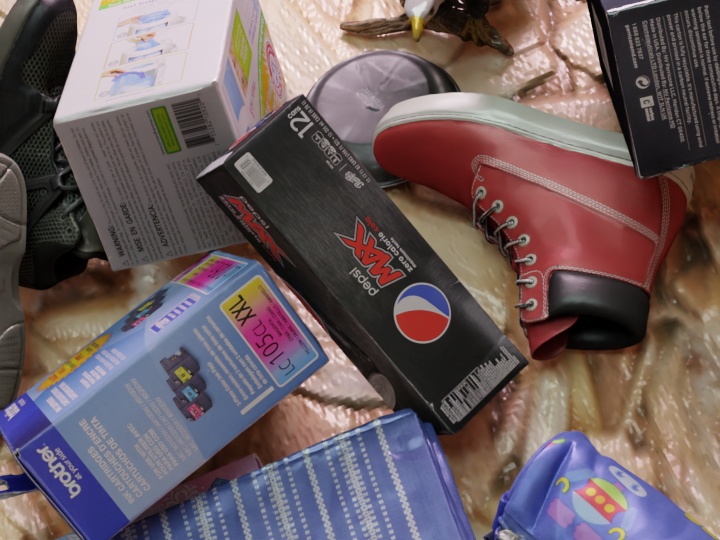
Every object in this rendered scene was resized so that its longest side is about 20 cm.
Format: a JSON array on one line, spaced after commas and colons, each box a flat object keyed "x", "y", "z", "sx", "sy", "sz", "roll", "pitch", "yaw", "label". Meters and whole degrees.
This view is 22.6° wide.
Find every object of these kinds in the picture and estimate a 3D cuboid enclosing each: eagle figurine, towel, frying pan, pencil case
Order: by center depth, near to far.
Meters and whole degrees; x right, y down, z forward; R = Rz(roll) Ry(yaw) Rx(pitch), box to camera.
[{"x": 0.151, "y": 0.164, "z": 0.918, "sx": 0.087, "sy": 0.078, "sz": 0.200, "roll": -22, "pitch": 46, "yaw": -37, "label": "pencil case"}, {"x": -0.035, "y": 0.168, "z": 0.960, "sx": 0.200, "sy": 0.024, "sz": 0.145, "roll": -22, "pitch": 54, "yaw": 2, "label": "towel"}, {"x": 0.045, "y": -0.215, "z": 1.139, "sx": 0.152, "sy": 0.200, "sz": 0.151, "roll": -24, "pitch": 52, "yaw": 0, "label": "eagle figurine"}, {"x": -0.025, "y": -0.093, "z": 1.185, "sx": 0.190, "sy": 0.031, "sz": 0.115, "roll": -15, "pitch": 53, "yaw": 2, "label": "frying pan"}]

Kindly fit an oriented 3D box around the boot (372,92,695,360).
[{"x": 0.085, "y": -0.023, "z": 1.074, "sx": 0.200, "sy": 0.072, "sz": 0.144, "roll": 14, "pitch": 63, "yaw": 18, "label": "boot"}]

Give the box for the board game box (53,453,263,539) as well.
[{"x": -0.114, "y": 0.224, "z": 0.979, "sx": 0.199, "sy": 0.041, "sz": 0.200, "roll": -24, "pitch": 53, "yaw": -1, "label": "board game box"}]

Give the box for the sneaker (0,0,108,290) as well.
[{"x": -0.189, "y": -0.077, "z": 1.145, "sx": 0.114, "sy": 0.076, "sz": 0.200, "roll": 22, "pitch": 107, "yaw": 20, "label": "sneaker"}]

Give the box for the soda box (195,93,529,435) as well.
[{"x": 0.000, "y": 0.000, "z": 1.013, "sx": 0.063, "sy": 0.071, "sz": 0.200, "roll": -42, "pitch": 98, "yaw": -17, "label": "soda box"}]

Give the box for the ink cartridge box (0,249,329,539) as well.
[{"x": -0.129, "y": 0.078, "z": 1.023, "sx": 0.200, "sy": 0.076, "sz": 0.136, "roll": -40, "pitch": 13, "yaw": -11, "label": "ink cartridge box"}]

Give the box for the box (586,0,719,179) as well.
[{"x": 0.229, "y": -0.156, "z": 1.054, "sx": 0.182, "sy": 0.104, "sz": 0.200, "roll": -13, "pitch": 25, "yaw": 6, "label": "box"}]

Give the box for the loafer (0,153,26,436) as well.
[{"x": -0.249, "y": 0.025, "z": 1.116, "sx": 0.063, "sy": 0.072, "sz": 0.200, "roll": 6, "pitch": 89, "yaw": 47, "label": "loafer"}]

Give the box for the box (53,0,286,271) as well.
[{"x": -0.113, "y": -0.106, "z": 1.127, "sx": 0.101, "sy": 0.113, "sz": 0.200, "roll": -12, "pitch": 33, "yaw": 9, "label": "box"}]
